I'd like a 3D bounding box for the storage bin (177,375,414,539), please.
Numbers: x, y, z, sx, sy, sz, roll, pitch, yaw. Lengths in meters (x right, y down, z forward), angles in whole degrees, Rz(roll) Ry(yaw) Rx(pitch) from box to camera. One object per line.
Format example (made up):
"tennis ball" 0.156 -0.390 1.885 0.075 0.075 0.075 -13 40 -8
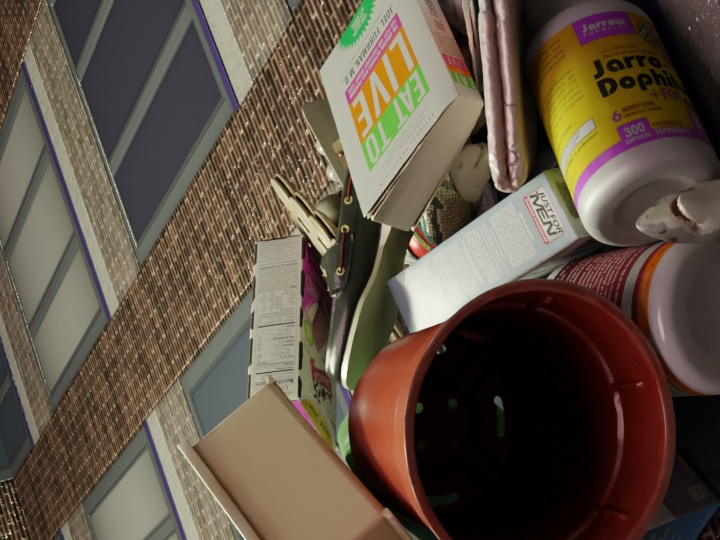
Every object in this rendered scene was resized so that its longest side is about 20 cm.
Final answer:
"storage bin" -0.019 0.213 1.041 0.200 0.094 0.199 40 168 49

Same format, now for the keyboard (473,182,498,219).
"keyboard" 0.125 0.020 1.242 0.056 0.011 0.203 -6 95 60

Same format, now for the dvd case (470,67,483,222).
"dvd case" 0.052 -0.144 1.284 0.200 0.024 0.152 34 129 53

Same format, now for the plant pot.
"plant pot" 0.089 0.113 0.967 0.195 0.199 0.203 168 89 -70

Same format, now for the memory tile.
"memory tile" -0.022 -0.012 1.356 0.200 0.017 0.154 45 168 51

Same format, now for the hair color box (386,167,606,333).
"hair color box" 0.124 -0.015 1.095 0.199 0.098 0.061 -35 76 43

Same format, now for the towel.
"towel" 0.114 -0.167 1.047 0.200 0.032 0.194 -46 -50 -74

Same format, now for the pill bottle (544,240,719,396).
"pill bottle" 0.203 0.040 1.014 0.199 0.112 0.114 -12 91 60

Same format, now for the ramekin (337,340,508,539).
"ramekin" 0.074 0.164 1.179 0.098 0.199 0.200 -50 49 10

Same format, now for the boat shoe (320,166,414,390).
"boat shoe" 0.001 0.000 1.159 0.062 0.074 0.204 11 87 24

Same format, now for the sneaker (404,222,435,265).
"sneaker" 0.059 -0.106 1.205 0.084 0.077 0.203 -12 93 42

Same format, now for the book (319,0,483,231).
"book" 0.032 -0.151 1.102 0.134 0.048 0.201 -56 35 32

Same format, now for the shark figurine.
"shark figurine" 0.303 -0.001 0.891 0.214 0.128 0.090 39 161 23

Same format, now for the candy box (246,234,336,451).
"candy box" -0.069 0.084 1.415 0.137 0.060 0.202 64 -158 -54

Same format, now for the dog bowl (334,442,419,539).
"dog bowl" 0.029 0.273 1.435 0.200 0.078 0.203 31 127 52

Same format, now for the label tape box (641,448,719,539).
"label tape box" 0.169 0.230 1.057 0.063 0.198 0.145 54 142 33

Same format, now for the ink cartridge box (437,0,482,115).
"ink cartridge box" 0.066 -0.248 1.063 0.161 0.047 0.202 70 -162 -59

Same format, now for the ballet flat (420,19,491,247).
"ballet flat" 0.083 -0.122 1.133 0.075 0.067 0.203 -13 72 38

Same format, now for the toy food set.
"toy food set" -0.010 -0.060 1.329 0.144 0.060 0.200 62 174 24

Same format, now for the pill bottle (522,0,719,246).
"pill bottle" 0.181 -0.125 0.979 0.105 0.103 0.202 117 145 -48
